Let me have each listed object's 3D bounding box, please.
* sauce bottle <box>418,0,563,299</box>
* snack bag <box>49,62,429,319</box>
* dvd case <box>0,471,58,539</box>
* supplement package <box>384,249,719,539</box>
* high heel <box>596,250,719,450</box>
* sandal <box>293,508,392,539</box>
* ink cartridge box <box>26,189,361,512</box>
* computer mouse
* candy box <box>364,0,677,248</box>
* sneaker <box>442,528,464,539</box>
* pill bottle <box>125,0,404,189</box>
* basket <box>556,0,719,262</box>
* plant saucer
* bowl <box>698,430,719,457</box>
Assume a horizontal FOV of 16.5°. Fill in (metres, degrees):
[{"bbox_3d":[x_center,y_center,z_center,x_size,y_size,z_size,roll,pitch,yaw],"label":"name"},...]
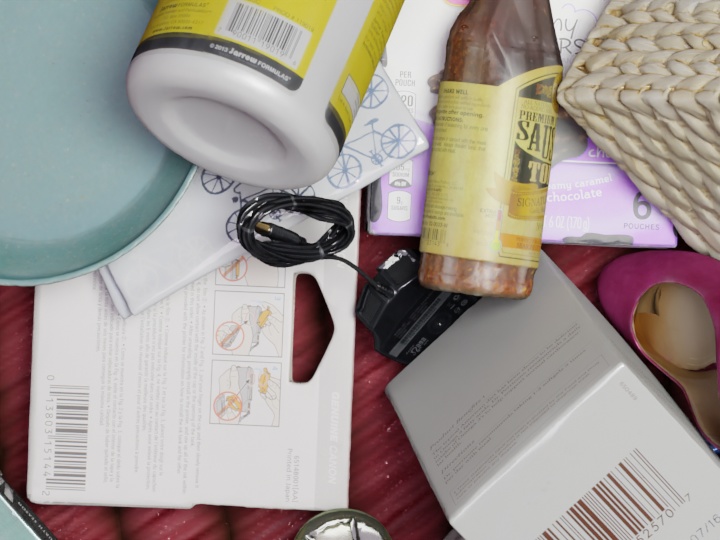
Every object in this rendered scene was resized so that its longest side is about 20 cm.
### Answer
[{"bbox_3d":[0.071,-0.087,1.274,0.065,0.066,0.202,7,93,-2],"label":"sauce bottle"},{"bbox_3d":[-0.088,-0.104,1.310,0.188,0.021,0.201,-28,80,5],"label":"snack bag"},{"bbox_3d":[-0.189,0.222,1.345,0.146,0.022,0.200,-41,93,12],"label":"dvd case"},{"bbox_3d":[0.104,0.091,1.265,0.117,0.200,0.117,-43,108,6],"label":"supplement package"},{"bbox_3d":[0.162,0.043,1.259,0.095,0.200,0.068,-10,120,-32],"label":"high heel"},{"bbox_3d":[-0.017,0.226,1.347,0.079,0.057,0.203,9,97,-12],"label":"sandal"},{"bbox_3d":[-0.089,0.028,1.350,0.175,0.045,0.202,3,91,-1],"label":"ink cartridge box"},{"bbox_3d":[0.000,0.000,1.306,0.059,0.200,0.034,-47,48,10],"label":"computer mouse"},{"bbox_3d":[0.089,-0.116,1.342,0.166,0.072,0.202,2,91,-2],"label":"candy box"},{"bbox_3d":[0.057,0.237,1.335,0.073,0.087,0.202,10,92,-2],"label":"sneaker"},{"bbox_3d":[-0.031,-0.150,1.231,0.111,0.112,0.201,24,68,-2],"label":"pill bottle"},{"bbox_3d":[0.240,-0.091,1.242,0.200,0.198,0.161,45,70,-29],"label":"basket"},{"bbox_3d":[-0.169,-0.091,1.292,0.198,0.036,0.202,-1,84,9],"label":"plant saucer"},{"bbox_3d":[0.206,0.188,1.366,0.199,0.039,0.203,0,91,-2],"label":"bowl"}]
